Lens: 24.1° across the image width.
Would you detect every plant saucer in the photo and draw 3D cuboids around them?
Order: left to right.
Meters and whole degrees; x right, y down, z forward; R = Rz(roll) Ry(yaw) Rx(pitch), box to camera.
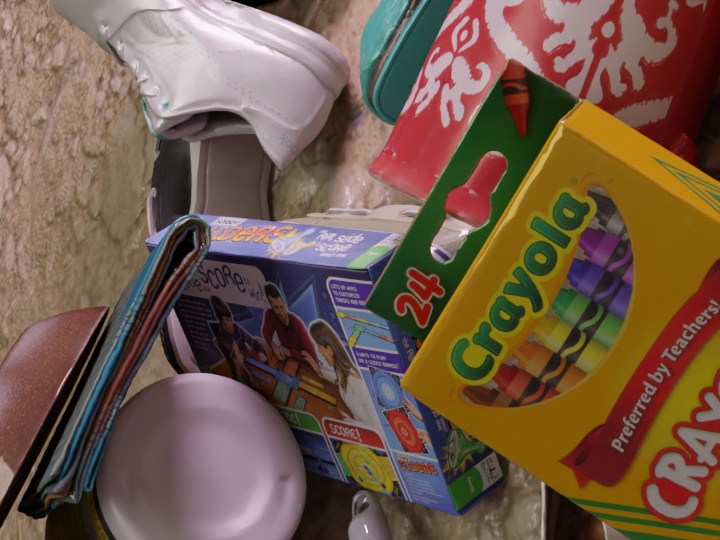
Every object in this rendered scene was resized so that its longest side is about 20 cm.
[{"bbox_3d":[-0.193,0.101,0.885,0.201,0.037,0.200,-61,6,11],"label":"plant saucer"}]

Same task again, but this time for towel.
[{"bbox_3d":[-0.127,0.055,0.849,0.147,0.022,0.200,-65,9,-17],"label":"towel"}]

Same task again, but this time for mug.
[{"bbox_3d":[0.121,-0.100,0.728,0.133,0.177,0.201,-62,-5,-84],"label":"mug"}]

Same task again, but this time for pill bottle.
[{"bbox_3d":[-0.112,0.139,0.927,0.200,0.111,0.112,134,136,-57],"label":"pill bottle"}]

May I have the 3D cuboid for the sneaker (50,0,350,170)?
[{"bbox_3d":[-0.110,-0.119,0.974,0.199,0.075,0.089,22,79,22],"label":"sneaker"}]

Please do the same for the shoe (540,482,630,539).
[{"bbox_3d":[0.097,0.142,0.716,0.070,0.053,0.201,-12,71,51],"label":"shoe"}]

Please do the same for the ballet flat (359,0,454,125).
[{"bbox_3d":[0.057,-0.166,0.853,0.200,0.067,0.071,-55,28,25],"label":"ballet flat"}]

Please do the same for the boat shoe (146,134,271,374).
[{"bbox_3d":[-0.095,-0.021,1.002,0.060,0.074,0.201,-28,56,46],"label":"boat shoe"}]

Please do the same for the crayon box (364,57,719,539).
[{"bbox_3d":[0.105,0.026,0.640,0.200,0.051,0.127,32,112,7],"label":"crayon box"}]

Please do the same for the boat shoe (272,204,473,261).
[{"bbox_3d":[0.000,0.000,0.887,0.200,0.062,0.072,7,130,53],"label":"boat shoe"}]

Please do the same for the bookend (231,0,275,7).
[{"bbox_3d":[-0.134,-0.227,1.007,0.198,0.199,0.093,-5,76,53],"label":"bookend"}]

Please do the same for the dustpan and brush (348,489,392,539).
[{"bbox_3d":[0.012,0.177,0.770,0.139,0.057,0.201,-33,49,18],"label":"dustpan and brush"}]

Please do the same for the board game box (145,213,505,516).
[{"bbox_3d":[-0.023,0.042,0.856,0.200,0.034,0.136,8,125,52],"label":"board game box"}]
